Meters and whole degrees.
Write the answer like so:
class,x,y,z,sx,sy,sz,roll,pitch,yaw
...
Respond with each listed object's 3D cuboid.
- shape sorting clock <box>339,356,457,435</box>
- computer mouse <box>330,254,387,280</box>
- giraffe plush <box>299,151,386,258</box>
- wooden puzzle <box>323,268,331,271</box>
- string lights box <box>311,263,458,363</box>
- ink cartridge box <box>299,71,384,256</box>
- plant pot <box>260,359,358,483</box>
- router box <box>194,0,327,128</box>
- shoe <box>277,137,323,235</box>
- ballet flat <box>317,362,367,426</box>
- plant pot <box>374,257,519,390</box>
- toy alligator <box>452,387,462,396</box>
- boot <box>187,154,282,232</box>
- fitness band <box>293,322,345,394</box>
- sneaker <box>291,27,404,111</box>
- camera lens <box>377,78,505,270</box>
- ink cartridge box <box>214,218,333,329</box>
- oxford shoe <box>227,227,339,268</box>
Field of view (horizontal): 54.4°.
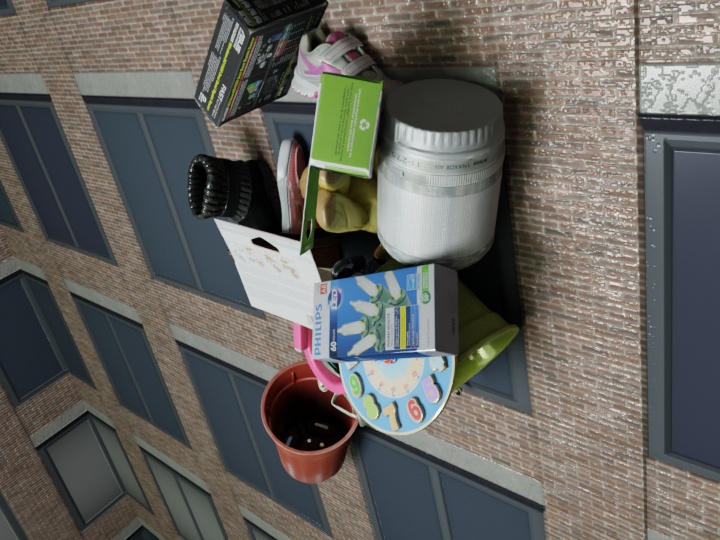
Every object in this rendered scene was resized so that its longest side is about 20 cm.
class,x,y,z,sx,sy,sz,roll,pitch,yaw
shape sorting clock,0.043,0.115,0.936,0.196,0.039,0.207,-6,81,42
computer mouse,0.000,0.000,1.025,0.059,0.199,0.034,-47,71,9
giraffe plush,-0.021,-0.127,1.042,0.199,0.176,0.160,37,170,-40
wooden puzzle,-0.114,0.006,1.314,0.196,0.046,0.189,25,134,28
string lights box,0.028,0.060,0.895,0.196,0.058,0.106,-10,74,38
ink cartridge box,-0.021,-0.120,0.849,0.073,0.148,0.207,8,96,1
plant pot,-0.097,0.322,1.428,0.199,0.200,0.198,35,148,23
router box,-0.148,-0.314,1.013,0.062,0.149,0.200,48,143,6
shoe,-0.084,-0.117,1.170,0.088,0.072,0.206,4,109,15
ballet flat,-0.046,0.220,1.347,0.199,0.064,0.068,41,172,28
plant pot,0.099,0.074,1.026,0.186,0.197,0.202,54,145,20
toy alligator,0.090,0.140,1.171,0.201,0.059,0.054,50,143,7
boot,-0.212,-0.093,1.204,0.078,0.156,0.217,-18,87,33
fitness band,-0.048,0.102,1.118,0.142,0.037,0.205,25,126,35
sneaker,-0.022,-0.274,0.960,0.197,0.081,0.090,26,135,30
camera lens,0.099,-0.114,0.882,0.158,0.159,0.204,27,135,31
ink cartridge box,-0.111,0.000,1.040,0.196,0.045,0.180,16,137,36
oxford shoe,-0.126,-0.022,1.143,0.194,0.072,0.073,-1,114,18
